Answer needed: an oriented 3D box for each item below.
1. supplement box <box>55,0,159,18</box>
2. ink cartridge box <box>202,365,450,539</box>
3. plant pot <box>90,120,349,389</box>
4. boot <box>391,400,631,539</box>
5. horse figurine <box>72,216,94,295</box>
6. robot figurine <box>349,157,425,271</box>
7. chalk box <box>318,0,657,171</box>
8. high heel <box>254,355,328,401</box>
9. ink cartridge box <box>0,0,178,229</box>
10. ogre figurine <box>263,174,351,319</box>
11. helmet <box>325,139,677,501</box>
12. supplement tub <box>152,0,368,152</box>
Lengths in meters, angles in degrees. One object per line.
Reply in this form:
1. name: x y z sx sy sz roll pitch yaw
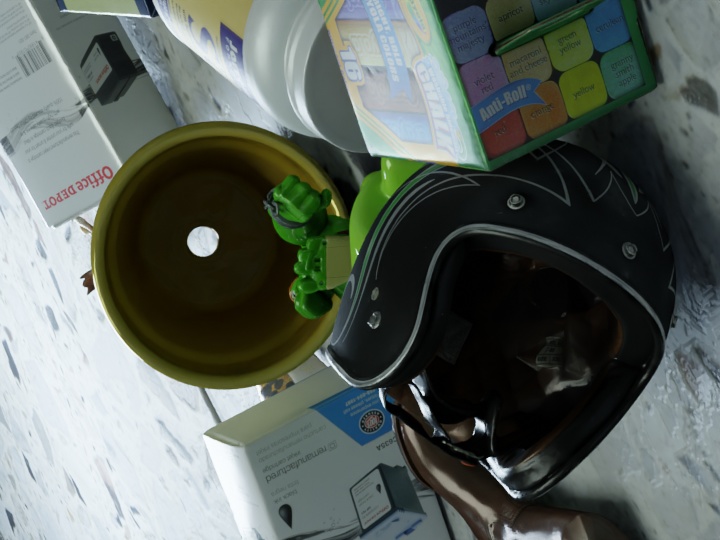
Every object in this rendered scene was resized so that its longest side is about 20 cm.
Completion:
1. supplement box: -0.163 -0.300 1.741 0.199 0.134 0.201 16 128 63
2. ink cartridge box: -0.019 0.192 1.933 0.086 0.146 0.201 9 122 63
3. plant pot: -0.114 -0.017 1.887 0.189 0.199 0.202 -155 41 -80
4. boot: 0.116 0.162 1.678 0.187 0.064 0.200 53 166 -17
5. horse figurine: -0.222 -0.061 2.250 0.132 0.050 0.201 22 129 28
6. robot figurine: 0.051 0.004 1.594 0.201 0.115 0.176 87 175 -49
7. chalk box: 0.078 -0.137 1.363 0.200 0.124 0.125 16 129 65
8. high heel: -0.059 0.117 2.043 0.142 0.071 0.202 -20 82 65
9. ink cartridge box: -0.261 -0.157 2.129 0.145 0.084 0.201 -23 98 48
10. ogre figurine: 0.000 0.000 1.744 0.099 0.199 0.120 -65 20 5
11. helmet: 0.089 0.014 1.416 0.199 0.191 0.200 36 -177 -2
12. supplement tub: -0.034 -0.174 1.559 0.200 0.145 0.146 42 150 47
